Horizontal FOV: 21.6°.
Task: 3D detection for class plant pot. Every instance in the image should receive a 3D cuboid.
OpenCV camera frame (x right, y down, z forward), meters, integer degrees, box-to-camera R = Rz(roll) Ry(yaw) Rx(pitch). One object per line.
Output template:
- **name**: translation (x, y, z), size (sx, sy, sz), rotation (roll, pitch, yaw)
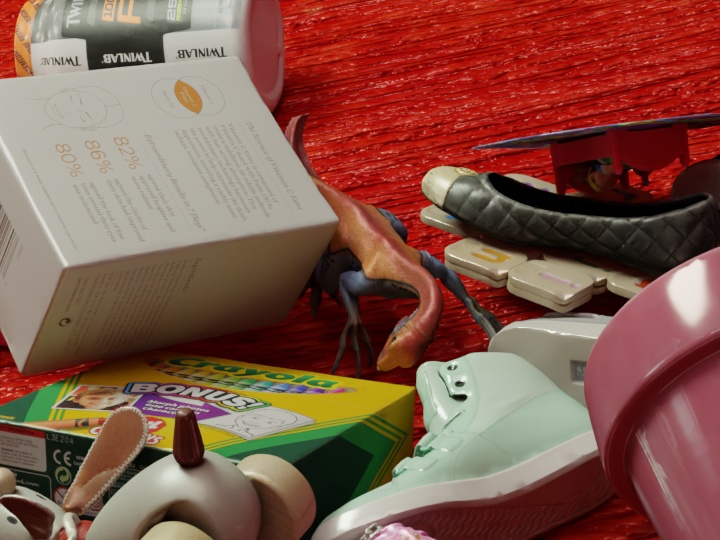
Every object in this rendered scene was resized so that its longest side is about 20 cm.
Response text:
- **plant pot**: translation (0.226, 0.108, 0.940), size (0.199, 0.200, 0.179), rotation (-11, 49, 0)

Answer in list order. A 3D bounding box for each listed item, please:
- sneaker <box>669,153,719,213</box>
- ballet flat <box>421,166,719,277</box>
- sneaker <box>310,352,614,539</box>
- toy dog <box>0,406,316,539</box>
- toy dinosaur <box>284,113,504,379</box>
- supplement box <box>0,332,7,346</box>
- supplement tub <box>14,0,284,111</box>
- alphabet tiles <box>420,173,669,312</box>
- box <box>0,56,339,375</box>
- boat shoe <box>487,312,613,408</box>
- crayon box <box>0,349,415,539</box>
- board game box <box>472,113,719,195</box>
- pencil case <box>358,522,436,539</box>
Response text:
- **sneaker**: translation (0.309, -0.036, 1.219), size (0.199, 0.073, 0.112), rotation (23, 25, 21)
- **ballet flat**: translation (0.134, -0.042, 1.199), size (0.199, 0.057, 0.066), rotation (14, 22, 20)
- **sneaker**: translation (0.039, 0.112, 1.073), size (0.200, 0.074, 0.118), rotation (-17, 42, -26)
- **toy dog**: translation (-0.126, 0.114, 0.957), size (0.199, 0.097, 0.132), rotation (-10, 19, 16)
- **toy dinosaur**: translation (0.000, 0.000, 1.200), size (0.105, 0.200, 0.181), rotation (-37, 7, -11)
- **supplement box**: translation (-0.191, -0.040, 1.349), size (0.101, 0.104, 0.200), rotation (4, 38, 20)
- **supplement tub**: translation (-0.170, -0.178, 1.527), size (0.199, 0.123, 0.123), rotation (-2, 34, 14)
- **alphabet tiles**: translation (0.147, -0.019, 1.241), size (0.195, 0.015, 0.200), rotation (20, 27, 33)
- **box**: translation (-0.143, -0.039, 1.195), size (0.199, 0.106, 0.153), rotation (-10, 56, -36)
- **boat shoe**: translation (0.176, 0.060, 1.126), size (0.199, 0.072, 0.068), rotation (1, 18, 33)
- **crayon box**: translation (-0.092, 0.100, 1.098), size (0.199, 0.059, 0.172), rotation (7, 15, 25)
- **board game box**: translation (0.171, -0.072, 1.227), size (0.157, 0.039, 0.200), rotation (-6, 1, 26)
- **pencil case**: translation (-0.041, 0.198, 0.942), size (0.199, 0.083, 0.087), rotation (-21, 45, -23)
